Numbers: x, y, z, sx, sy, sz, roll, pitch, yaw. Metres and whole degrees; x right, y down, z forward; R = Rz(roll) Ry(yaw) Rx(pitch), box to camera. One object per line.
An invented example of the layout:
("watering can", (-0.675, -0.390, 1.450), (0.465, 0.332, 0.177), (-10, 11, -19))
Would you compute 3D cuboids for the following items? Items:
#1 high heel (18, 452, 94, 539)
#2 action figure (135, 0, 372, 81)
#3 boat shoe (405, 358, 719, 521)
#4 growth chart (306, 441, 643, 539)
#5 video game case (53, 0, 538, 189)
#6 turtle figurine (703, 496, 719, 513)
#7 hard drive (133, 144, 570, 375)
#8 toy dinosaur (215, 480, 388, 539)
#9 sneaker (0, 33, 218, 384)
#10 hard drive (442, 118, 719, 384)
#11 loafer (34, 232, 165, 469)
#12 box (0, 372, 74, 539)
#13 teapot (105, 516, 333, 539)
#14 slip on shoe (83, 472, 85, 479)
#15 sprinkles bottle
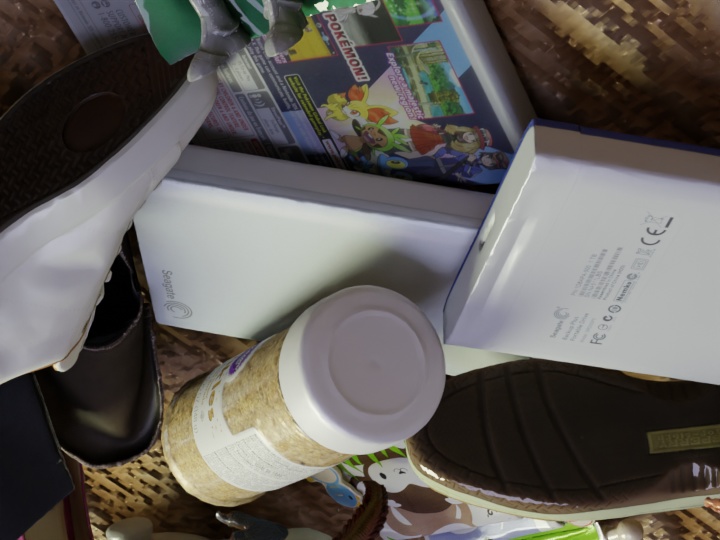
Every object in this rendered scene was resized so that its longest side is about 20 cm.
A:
("high heel", (-0.151, 0.114, 1.123), (0.095, 0.067, 0.202), (18, 103, 39))
("action figure", (-0.083, -0.168, 0.818), (0.117, 0.055, 0.201), (-14, 113, 37))
("boat shoe", (0.118, 0.085, 1.014), (0.198, 0.072, 0.076), (2, 160, 0))
("growth chart", (0.028, 0.098, 1.137), (0.200, 0.018, 0.144), (38, 140, -19))
("video game case", (-0.037, -0.106, 0.918), (0.181, 0.023, 0.201), (-4, 135, 29))
("turtle figurine", (0.171, 0.144, 1.019), (0.160, 0.065, 0.200), (2, 161, -36))
("hard drive", (0.000, 0.000, 0.999), (0.198, 0.027, 0.132), (10, 150, 8))
("toy dinosaur", (-0.066, 0.218, 1.100), (0.105, 0.199, 0.182), (46, 129, 32))
("sneaker", (-0.127, -0.015, 0.940), (0.200, 0.073, 0.085), (-42, 135, 4))
("hard drive", (0.146, 0.001, 0.914), (0.198, 0.026, 0.132), (9, 143, -11))
("loafer", (-0.134, 0.024, 1.043), (0.072, 0.071, 0.201), (-21, 129, -10))
("box", (-0.262, 0.036, 1.038), (0.199, 0.123, 0.200), (12, 131, 37))
("teapot", (-0.106, 0.206, 1.221), (0.197, 0.198, 0.147), (-161, 58, -70))
("slip on shoe", (-0.218, 0.071, 1.166), (0.076, 0.061, 0.201), (23, 154, 41))
("sprinkles bottle", (-0.031, 0.061, 1.012), (0.068, 0.069, 0.200), (31, 157, -13))
